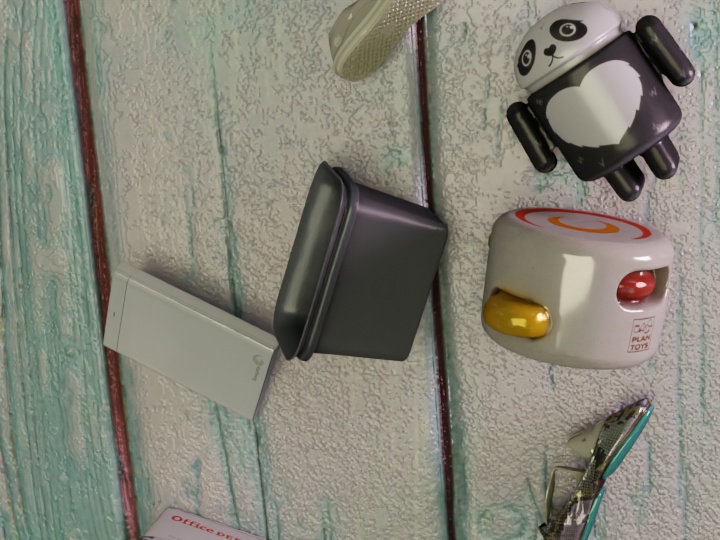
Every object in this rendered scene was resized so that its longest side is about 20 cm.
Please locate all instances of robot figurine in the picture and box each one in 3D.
[{"bbox_3d":[0.238,-0.169,1.182,0.150,0.125,0.200,-35,93,-16],"label":"robot figurine"}]

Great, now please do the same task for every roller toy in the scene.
[{"bbox_3d":[0.215,0.021,1.193,0.181,0.200,0.141,7,104,4],"label":"roller toy"}]

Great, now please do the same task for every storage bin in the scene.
[{"bbox_3d":[0.000,0.000,1.274,0.134,0.146,0.201,13,105,-19],"label":"storage bin"}]

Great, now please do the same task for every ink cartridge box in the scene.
[{"bbox_3d":[-0.198,0.366,1.347,0.145,0.200,0.085,18,108,9],"label":"ink cartridge box"}]

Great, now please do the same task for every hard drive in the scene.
[{"bbox_3d":[-0.194,0.082,1.348,0.199,0.027,0.132,26,134,5],"label":"hard drive"}]

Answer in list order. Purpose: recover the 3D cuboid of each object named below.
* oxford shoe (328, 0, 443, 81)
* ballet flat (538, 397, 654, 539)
[{"bbox_3d":[0.037,-0.285,1.236,0.200,0.075,0.058,-45,54,15],"label":"oxford shoe"},{"bbox_3d":[0.247,0.217,1.291,0.072,0.072,0.201,25,104,6],"label":"ballet flat"}]
